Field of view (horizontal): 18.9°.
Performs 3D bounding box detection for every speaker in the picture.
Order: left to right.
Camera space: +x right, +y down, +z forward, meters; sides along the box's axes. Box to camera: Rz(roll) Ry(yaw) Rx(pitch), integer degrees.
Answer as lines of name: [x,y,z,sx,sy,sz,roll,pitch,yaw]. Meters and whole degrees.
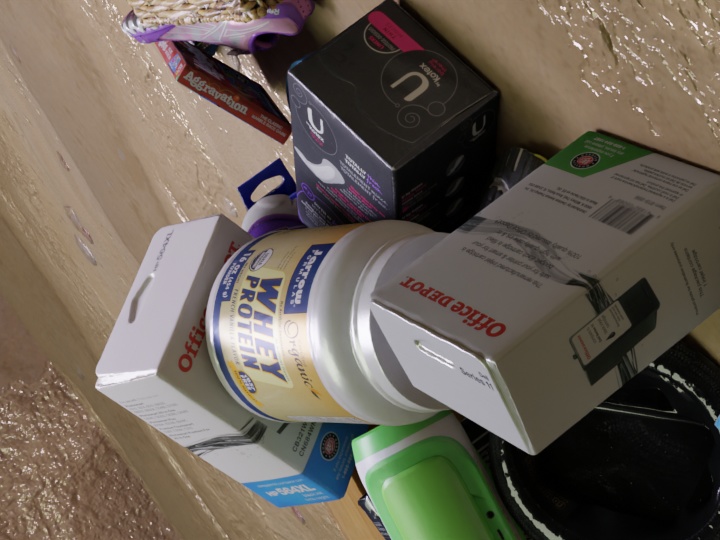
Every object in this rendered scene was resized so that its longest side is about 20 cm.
speaker: [0.071,0.197,1.574,0.200,0.088,0.088,63,163,4]

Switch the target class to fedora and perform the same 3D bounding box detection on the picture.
fedora: [0.197,0.127,1.558,0.201,0.201,0.092,50,-162,12]

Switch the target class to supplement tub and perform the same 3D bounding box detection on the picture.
supplement tub: [-0.004,0.038,1.539,0.200,0.144,0.144,-5,121,54]

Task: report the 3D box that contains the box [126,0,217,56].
box: [-0.170,-0.266,1.890,0.137,0.038,0.200,52,162,6]

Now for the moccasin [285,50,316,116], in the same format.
moccasin: [-0.014,-0.082,1.763,0.068,0.080,0.200,40,159,48]

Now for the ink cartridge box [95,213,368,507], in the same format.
ink cartridge box: [-0.086,0.071,1.661,0.200,0.146,0.084,37,150,-32]

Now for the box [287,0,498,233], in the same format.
box: [0.025,-0.084,1.617,0.122,0.106,0.200,44,159,23]

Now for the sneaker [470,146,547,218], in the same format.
sneaker: [0.120,-0.018,1.579,0.090,0.078,0.200,22,150,1]

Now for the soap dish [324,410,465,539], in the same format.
soap dish: [0.057,0.141,1.792,0.157,0.200,0.081,61,164,-19]

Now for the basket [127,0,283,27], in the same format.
basket: [-0.109,-0.273,1.543,0.149,0.143,0.200,55,158,-22]

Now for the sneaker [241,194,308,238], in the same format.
sneaker: [0.000,0.000,1.739,0.081,0.200,0.084,110,166,-61]

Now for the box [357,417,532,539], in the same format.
box: [0.135,0.198,1.681,0.198,0.200,0.123,53,173,4]

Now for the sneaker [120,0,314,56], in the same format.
sneaker: [-0.112,-0.208,1.741,0.200,0.081,0.088,-11,131,48]

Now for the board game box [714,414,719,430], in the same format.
board game box: [0.302,0.102,1.374,0.134,0.034,0.200,49,161,16]

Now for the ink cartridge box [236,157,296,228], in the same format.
ink cartridge box: [-0.033,0.001,1.871,0.200,0.136,0.076,52,160,5]

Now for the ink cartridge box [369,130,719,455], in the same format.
ink cartridge box: [0.128,0.010,1.375,0.147,0.200,0.083,29,150,54]

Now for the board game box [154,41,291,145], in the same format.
board game box: [-0.117,-0.157,1.809,0.103,0.019,0.200,29,-172,-16]
